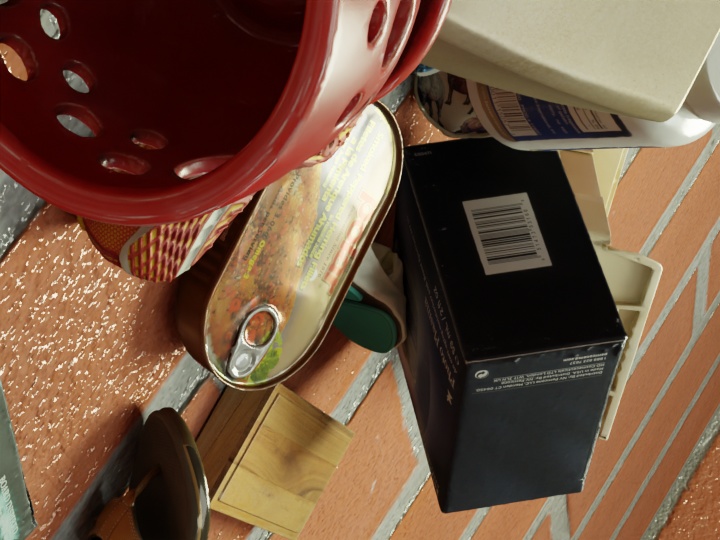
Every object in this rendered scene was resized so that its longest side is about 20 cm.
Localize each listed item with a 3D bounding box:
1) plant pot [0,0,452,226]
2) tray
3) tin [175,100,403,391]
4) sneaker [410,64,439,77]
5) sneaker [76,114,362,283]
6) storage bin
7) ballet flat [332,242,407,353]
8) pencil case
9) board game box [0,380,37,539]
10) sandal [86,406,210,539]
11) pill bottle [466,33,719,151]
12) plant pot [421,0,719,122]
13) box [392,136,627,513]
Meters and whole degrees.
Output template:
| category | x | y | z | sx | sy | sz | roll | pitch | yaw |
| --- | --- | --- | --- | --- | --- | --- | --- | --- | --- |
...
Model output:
| category | x | y | z | sx | sy | sz | roll | pitch | yaw |
| --- | --- | --- | --- | --- | --- | --- | --- | --- | --- |
| plant pot | -0.061 | -0.134 | 0.705 | 0.182 | 0.199 | 0.202 | -28 | 140 | -60 |
| tray | -0.066 | 0.139 | 1.241 | 0.099 | 0.037 | 0.200 | -60 | 160 | -6 |
| tin | -0.044 | -0.022 | 1.053 | 0.112 | 0.042 | 0.201 | 27 | 90 | -45 |
| sneaker | 0.082 | -0.214 | 1.121 | 0.201 | 0.075 | 0.087 | -61 | 165 | -3 |
| sneaker | -0.068 | -0.077 | 0.905 | 0.200 | 0.077 | 0.073 | -36 | 149 | -25 |
| storage bin | 0.183 | 0.000 | 1.449 | 0.201 | 0.093 | 0.200 | -89 | -171 | -54 |
| ballet flat | 0.000 | 0.000 | 1.198 | 0.070 | 0.069 | 0.200 | -58 | 155 | -11 |
| pencil case | 0.121 | -0.185 | 1.232 | 0.200 | 0.078 | 0.090 | -50 | 170 | -29 |
| board game box | -0.228 | 0.115 | 0.843 | 0.135 | 0.028 | 0.201 | -48 | 154 | -35 |
| sandal | -0.150 | 0.181 | 1.069 | 0.054 | 0.082 | 0.201 | 2 | 123 | -43 |
| pill bottle | 0.171 | -0.135 | 1.089 | 0.110 | 0.199 | 0.112 | -2 | 93 | -39 |
| plant pot | 0.107 | -0.187 | 0.938 | 0.201 | 0.176 | 0.200 | -62 | -157 | -1 |
| box | 0.098 | 0.040 | 1.241 | 0.122 | 0.201 | 0.199 | -8 | 142 | -9 |
